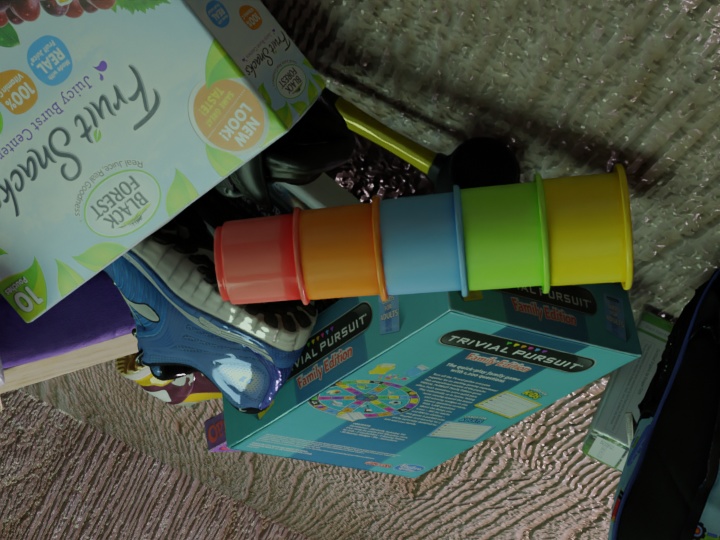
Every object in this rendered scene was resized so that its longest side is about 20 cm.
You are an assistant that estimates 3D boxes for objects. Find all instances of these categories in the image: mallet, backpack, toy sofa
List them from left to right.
[{"bbox_3d":[-0.169,0.008,1.087,0.083,0.198,0.098,-122,22,-46],"label":"toy sofa"},{"bbox_3d":[-0.007,-0.077,0.869,0.198,0.041,0.066,29,163,11],"label":"mallet"},{"bbox_3d":[0.211,0.122,0.829,0.181,0.202,0.135,25,165,4],"label":"backpack"}]

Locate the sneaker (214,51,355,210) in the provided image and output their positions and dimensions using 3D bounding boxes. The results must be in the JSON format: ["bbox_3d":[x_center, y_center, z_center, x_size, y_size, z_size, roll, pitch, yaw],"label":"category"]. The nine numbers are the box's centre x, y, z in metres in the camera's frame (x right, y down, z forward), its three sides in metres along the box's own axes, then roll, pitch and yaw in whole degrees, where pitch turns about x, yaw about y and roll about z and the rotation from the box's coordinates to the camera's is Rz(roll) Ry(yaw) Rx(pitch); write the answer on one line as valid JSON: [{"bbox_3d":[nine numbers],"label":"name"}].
[{"bbox_3d":[-0.074,-0.060,0.848,0.114,0.076,0.200,43,145,6],"label":"sneaker"}]

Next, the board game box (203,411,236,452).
[{"bbox_3d":[-0.014,0.093,1.225,0.119,0.033,0.199,-2,160,-42],"label":"board game box"}]

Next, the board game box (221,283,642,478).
[{"bbox_3d":[0.037,0.056,0.956,0.150,0.047,0.199,14,145,-38],"label":"board game box"}]

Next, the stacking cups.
[{"bbox_3d":[0.030,-0.016,0.797,0.197,0.061,0.061,-3,160,6],"label":"stacking cups"}]

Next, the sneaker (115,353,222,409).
[{"bbox_3d":[-0.080,0.039,1.197,0.198,0.076,0.090,-24,137,30],"label":"sneaker"}]

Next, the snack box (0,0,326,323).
[{"bbox_3d":[-0.133,-0.081,0.770,0.199,0.053,0.143,-33,104,36],"label":"snack box"}]

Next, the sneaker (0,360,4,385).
[{"bbox_3d":[-0.238,-0.012,0.853,0.074,0.070,0.201,84,165,-46],"label":"sneaker"}]

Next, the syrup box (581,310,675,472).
[{"bbox_3d":[0.236,0.108,0.972,0.198,0.082,0.079,24,167,9],"label":"syrup box"}]

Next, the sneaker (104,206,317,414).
[{"bbox_3d":[-0.116,0.015,0.954,0.199,0.090,0.078,36,-153,31],"label":"sneaker"}]

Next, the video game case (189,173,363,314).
[{"bbox_3d":[-0.073,-0.032,0.981,0.199,0.023,0.182,39,152,12],"label":"video game case"}]
